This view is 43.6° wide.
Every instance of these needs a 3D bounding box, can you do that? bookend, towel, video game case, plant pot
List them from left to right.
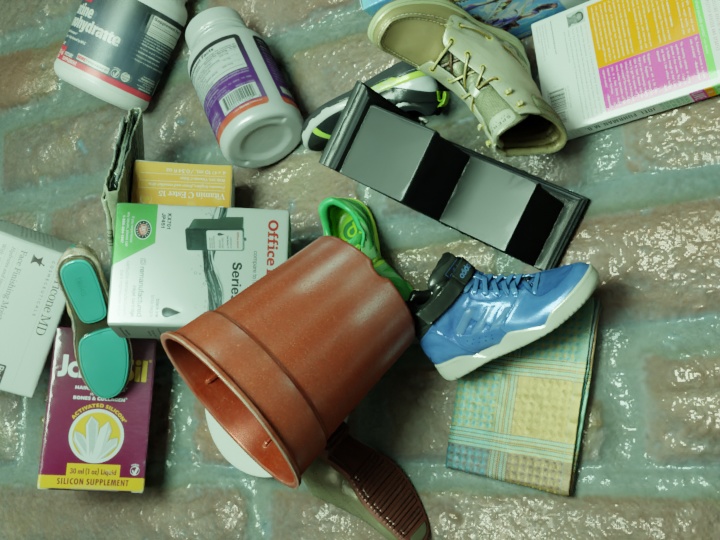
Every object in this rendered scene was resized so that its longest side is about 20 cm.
[{"bbox_3d":[-0.305,-0.084,1.155,0.193,0.034,0.200,-92,9,-49],"label":"towel"},{"bbox_3d":[-0.062,0.080,0.914,0.195,0.201,0.201,-41,55,-21],"label":"plant pot"},{"bbox_3d":[0.099,-0.091,0.921,0.199,0.200,0.092,29,96,34],"label":"bookend"},{"bbox_3d":[0.127,-0.295,0.956,0.200,0.181,0.046,-17,71,28],"label":"video game case"},{"bbox_3d":[0.168,0.121,0.940,0.146,0.022,0.200,6,85,34],"label":"towel"}]

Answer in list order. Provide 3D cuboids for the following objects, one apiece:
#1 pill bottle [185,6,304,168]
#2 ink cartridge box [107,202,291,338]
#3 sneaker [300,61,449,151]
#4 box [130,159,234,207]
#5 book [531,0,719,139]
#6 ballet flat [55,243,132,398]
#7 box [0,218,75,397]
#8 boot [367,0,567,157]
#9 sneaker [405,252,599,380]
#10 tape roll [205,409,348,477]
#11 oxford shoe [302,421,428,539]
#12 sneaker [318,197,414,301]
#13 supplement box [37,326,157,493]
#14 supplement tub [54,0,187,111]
[{"bbox_3d":[-0.157,-0.241,1.163,0.111,0.111,0.200,-36,63,21],"label":"pill bottle"},{"bbox_3d":[-0.181,0.004,1.041,0.199,0.083,0.147,1,76,-5],"label":"ink cartridge box"},{"bbox_3d":[0.013,-0.174,1.067,0.200,0.072,0.083,-26,84,33],"label":"sneaker"},{"bbox_3d":[-0.225,-0.028,1.138,0.124,0.097,0.201,2,79,-6],"label":"box"},{"bbox_3d":[0.282,-0.224,0.928,0.200,0.048,0.134,-13,74,31],"label":"book"},{"bbox_3d":[-0.317,0.057,1.081,0.067,0.068,0.200,-125,29,-60],"label":"ballet flat"},{"bbox_3d":[-0.480,0.044,1.238,0.199,0.130,0.200,-70,21,0],"label":"box"},{"bbox_3d":[0.111,-0.193,0.910,0.072,0.200,0.155,-52,42,37],"label":"boot"},{"bbox_3d":[0.129,0.022,0.897,0.200,0.077,0.111,-34,99,34],"label":"sneaker"},{"bbox_3d":[-0.103,0.148,1.091,0.202,0.037,0.203,-8,76,31],"label":"tape roll"},{"bbox_3d":[-0.010,0.234,0.992,0.200,0.070,0.075,45,126,13],"label":"oxford shoe"},{"bbox_3d":[0.000,0.000,1.030,0.074,0.084,0.200,-37,64,20],"label":"sneaker"},{"bbox_3d":[-0.334,0.179,1.155,0.103,0.131,0.201,150,123,-72],"label":"supplement box"},{"bbox_3d":[-0.332,-0.338,1.274,0.140,0.140,0.200,29,95,33],"label":"supplement tub"}]
